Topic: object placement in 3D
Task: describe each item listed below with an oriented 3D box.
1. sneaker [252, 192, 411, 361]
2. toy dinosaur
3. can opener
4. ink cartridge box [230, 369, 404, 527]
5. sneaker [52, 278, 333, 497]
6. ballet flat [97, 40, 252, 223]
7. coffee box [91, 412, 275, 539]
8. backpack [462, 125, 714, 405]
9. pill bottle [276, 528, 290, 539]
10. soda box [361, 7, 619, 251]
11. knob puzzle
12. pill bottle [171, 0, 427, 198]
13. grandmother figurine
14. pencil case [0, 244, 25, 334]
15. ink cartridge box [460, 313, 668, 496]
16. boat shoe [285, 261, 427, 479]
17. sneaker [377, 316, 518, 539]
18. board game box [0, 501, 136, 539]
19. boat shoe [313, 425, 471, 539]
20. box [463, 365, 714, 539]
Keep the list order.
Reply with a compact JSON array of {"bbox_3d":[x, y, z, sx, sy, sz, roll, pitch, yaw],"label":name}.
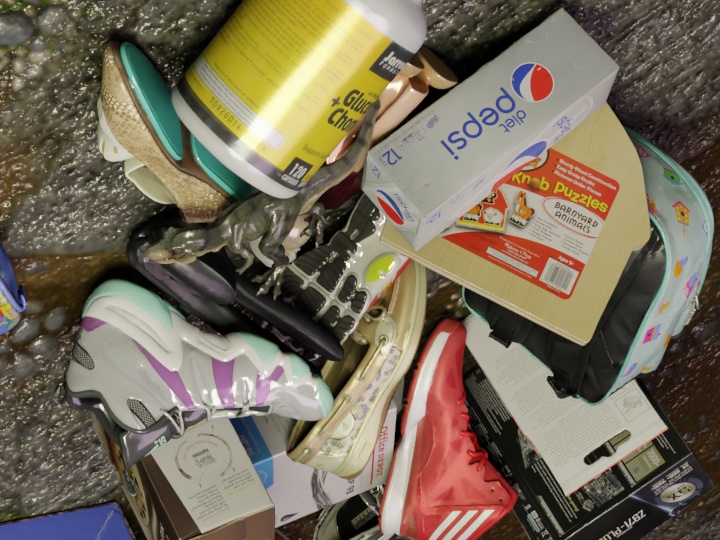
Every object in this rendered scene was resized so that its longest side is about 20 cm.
[{"bbox_3d":[0.000,0.000,1.577,0.200,0.077,0.085,-42,170,16],"label":"sneaker"},{"bbox_3d":[-0.056,-0.037,1.417,0.199,0.047,0.089,-34,142,-17],"label":"toy dinosaur"},{"bbox_3d":[-0.095,0.027,1.498,0.063,0.079,0.200,-37,124,20],"label":"can opener"},{"bbox_3d":[-0.035,0.149,1.736,0.198,0.067,0.116,-20,144,-18],"label":"ink cartridge box"},{"bbox_3d":[-0.130,0.107,1.464,0.078,0.198,0.141,105,8,-69],"label":"sneaker"},{"bbox_3d":[-0.143,-0.085,1.374,0.065,0.071,0.200,-19,144,16],"label":"ballet flat"},{"bbox_3d":[-0.140,0.149,1.538,0.079,0.201,0.114,-19,143,-18],"label":"coffee box"},{"bbox_3d":[0.200,-0.017,1.630,0.153,0.176,0.201,-28,148,-37],"label":"backpack"},{"bbox_3d":[-0.118,0.295,1.737,0.111,0.111,0.200,-41,178,13],"label":"pill bottle"},{"bbox_3d":[0.096,-0.105,1.479,0.199,0.068,0.064,-38,165,-18],"label":"soda box"},{"bbox_3d":[0.129,-0.064,1.522,0.218,0.221,0.030,-21,164,-15],"label":"knob puzzle"},{"bbox_3d":[-0.026,-0.155,1.326,0.200,0.112,0.112,-49,143,11],"label":"pill bottle"},{"bbox_3d":[-0.020,-0.084,1.477,0.121,0.061,0.200,20,117,-39],"label":"grandmother figurine"},{"bbox_3d":[-0.323,0.047,1.376,0.199,0.078,0.087,-34,116,3],"label":"pencil case"},{"bbox_3d":[0.177,0.099,1.724,0.108,0.201,0.050,-33,146,2],"label":"ink cartridge box"},{"bbox_3d":[0.000,0.073,1.633,0.062,0.073,0.202,17,95,-22],"label":"boat shoe"},{"bbox_3d":[0.093,0.148,1.743,0.078,0.114,0.202,-40,144,-75],"label":"sneaker"},{"bbox_3d":[-0.283,0.311,1.714,0.158,0.097,0.201,-7,138,-32],"label":"board game box"},{"bbox_3d":[0.029,0.200,1.830,0.063,0.071,0.200,-8,146,-49],"label":"boat shoe"},{"bbox_3d":[0.195,0.152,1.804,0.163,0.201,0.086,-35,144,4],"label":"box"}]
